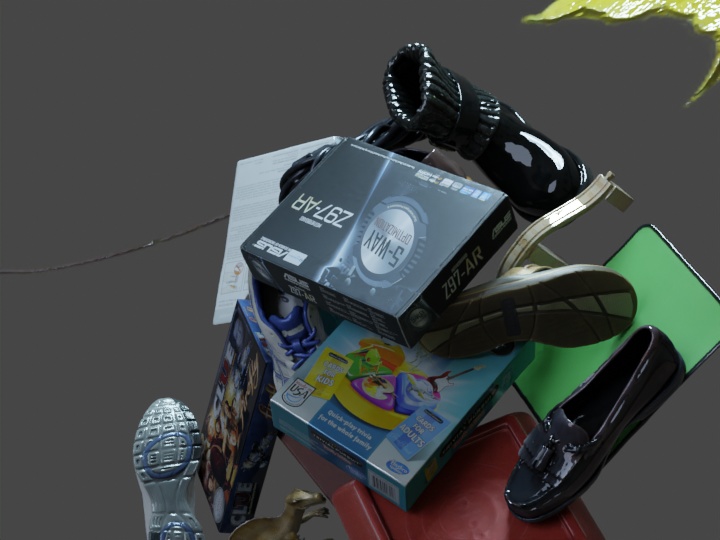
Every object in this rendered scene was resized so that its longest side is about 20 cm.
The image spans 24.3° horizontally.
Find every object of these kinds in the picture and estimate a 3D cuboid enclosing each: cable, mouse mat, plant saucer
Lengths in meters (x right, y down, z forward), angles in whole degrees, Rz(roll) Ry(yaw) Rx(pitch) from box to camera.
[{"bbox_3d":[-0.005,-0.113,1.695,0.163,0.200,0.051,-23,95,24],"label":"cable"},{"bbox_3d":[0.229,0.070,1.496,0.200,0.008,0.161,-48,42,14],"label":"mouse mat"},{"bbox_3d":[0.094,0.217,1.448,0.200,0.037,0.200,-22,45,-6],"label":"plant saucer"}]

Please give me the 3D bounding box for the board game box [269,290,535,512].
[{"bbox_3d":[0.040,0.097,1.502,0.151,0.047,0.200,30,60,23],"label":"board game box"}]

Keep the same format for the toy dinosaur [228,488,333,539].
[{"bbox_3d":[-0.094,0.276,1.637,0.200,0.101,0.058,-47,42,17],"label":"toy dinosaur"}]

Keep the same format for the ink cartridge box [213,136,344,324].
[{"bbox_3d":[-0.083,-0.038,1.856,0.162,0.057,0.201,-10,70,42],"label":"ink cartridge box"}]

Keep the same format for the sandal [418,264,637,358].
[{"bbox_3d":[0.145,0.029,1.483,0.199,0.081,0.054,-9,32,0],"label":"sandal"}]

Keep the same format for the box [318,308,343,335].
[{"bbox_3d":[0.000,0.000,1.671,0.200,0.049,0.082,-34,21,0],"label":"box"}]

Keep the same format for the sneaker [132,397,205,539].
[{"bbox_3d":[-0.206,0.235,1.767,0.087,0.074,0.201,130,139,-70],"label":"sneaker"}]

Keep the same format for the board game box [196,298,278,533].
[{"bbox_3d":[-0.121,0.149,1.713,0.136,0.035,0.200,-123,44,-59],"label":"board game box"}]

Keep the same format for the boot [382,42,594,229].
[{"bbox_3d":[0.117,-0.128,1.606,0.080,0.158,0.211,-54,40,8],"label":"boot"}]

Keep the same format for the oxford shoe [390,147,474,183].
[{"bbox_3d":[0.036,-0.087,1.633,0.071,0.073,0.200,-46,22,-29],"label":"oxford shoe"}]

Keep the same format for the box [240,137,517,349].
[{"bbox_3d":[0.015,-0.030,1.498,0.200,0.044,0.160,24,60,38],"label":"box"}]

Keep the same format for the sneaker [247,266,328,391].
[{"bbox_3d":[-0.060,0.073,1.571,0.075,0.088,0.200,-27,76,0],"label":"sneaker"}]

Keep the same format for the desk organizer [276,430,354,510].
[{"bbox_3d":[-0.001,0.183,1.619,0.077,0.072,0.200,-56,40,9],"label":"desk organizer"}]

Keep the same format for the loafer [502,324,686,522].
[{"bbox_3d":[0.189,0.124,1.415,0.200,0.063,0.072,-44,47,-7],"label":"loafer"}]

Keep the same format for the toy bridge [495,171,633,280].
[{"bbox_3d":[0.171,-0.012,1.556,0.200,0.067,0.027,-53,41,11],"label":"toy bridge"}]
